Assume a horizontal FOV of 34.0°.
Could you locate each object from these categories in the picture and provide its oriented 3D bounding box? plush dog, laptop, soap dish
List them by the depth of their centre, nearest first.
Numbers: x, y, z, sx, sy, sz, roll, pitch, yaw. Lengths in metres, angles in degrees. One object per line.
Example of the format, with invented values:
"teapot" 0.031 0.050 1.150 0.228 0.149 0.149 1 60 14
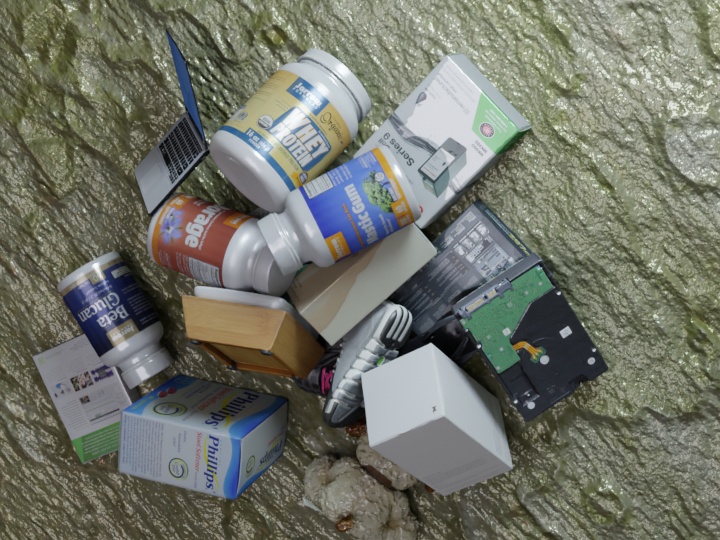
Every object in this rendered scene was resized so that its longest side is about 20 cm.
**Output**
"soap dish" -0.152 0.093 1.683 0.157 0.200 0.081 8 73 18
"laptop" -0.288 -0.214 1.685 0.116 0.187 0.200 40 98 -28
"plush dog" 0.021 0.308 1.751 0.200 0.160 0.172 32 87 10

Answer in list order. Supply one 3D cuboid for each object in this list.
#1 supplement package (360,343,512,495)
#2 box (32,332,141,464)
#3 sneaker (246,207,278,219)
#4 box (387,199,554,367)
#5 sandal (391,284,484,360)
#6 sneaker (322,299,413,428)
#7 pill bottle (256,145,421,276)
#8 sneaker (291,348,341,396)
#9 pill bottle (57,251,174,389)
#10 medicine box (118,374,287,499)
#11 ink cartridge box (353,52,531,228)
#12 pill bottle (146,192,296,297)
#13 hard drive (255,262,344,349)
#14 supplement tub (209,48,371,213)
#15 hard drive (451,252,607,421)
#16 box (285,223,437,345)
"supplement package" 0.107 0.211 1.644 0.121 0.200 0.120 -25 49 22
"box" -0.438 0.204 1.936 0.144 0.036 0.201 -22 93 22
"sneaker" -0.146 -0.051 1.744 0.200 0.079 0.079 -16 92 30
"box" 0.151 0.023 1.677 0.158 0.051 0.200 46 112 5
"sandal" 0.121 0.098 1.654 0.200 0.043 0.076 -42 88 22
"sneaker" -0.012 0.121 1.692 0.115 0.075 0.200 36 95 44
"pill bottle" -0.030 -0.073 1.554 0.200 0.112 0.112 -28 92 -2
"sneaker" -0.017 0.169 1.750 0.199 0.087 0.074 10 105 17
"pill bottle" -0.378 0.081 1.845 0.111 0.111 0.200 -32 91 23
"medicine box" -0.237 0.250 1.795 0.199 0.182 0.103 9 106 17
"ink cartridge box" 0.112 -0.178 1.627 0.146 0.084 0.200 46 113 5
"pill bottle" -0.192 -0.032 1.665 0.199 0.112 0.113 19 108 22
"hard drive" -0.074 0.050 1.770 0.199 0.038 0.140 -8 99 22
"supplement tub" -0.095 -0.194 1.625 0.145 0.145 0.200 40 75 7
"hard drive" 0.232 0.093 1.611 0.140 0.038 0.200 -35 112 3
"box" 0.000 0.000 1.650 0.200 0.095 0.078 -42 119 2
